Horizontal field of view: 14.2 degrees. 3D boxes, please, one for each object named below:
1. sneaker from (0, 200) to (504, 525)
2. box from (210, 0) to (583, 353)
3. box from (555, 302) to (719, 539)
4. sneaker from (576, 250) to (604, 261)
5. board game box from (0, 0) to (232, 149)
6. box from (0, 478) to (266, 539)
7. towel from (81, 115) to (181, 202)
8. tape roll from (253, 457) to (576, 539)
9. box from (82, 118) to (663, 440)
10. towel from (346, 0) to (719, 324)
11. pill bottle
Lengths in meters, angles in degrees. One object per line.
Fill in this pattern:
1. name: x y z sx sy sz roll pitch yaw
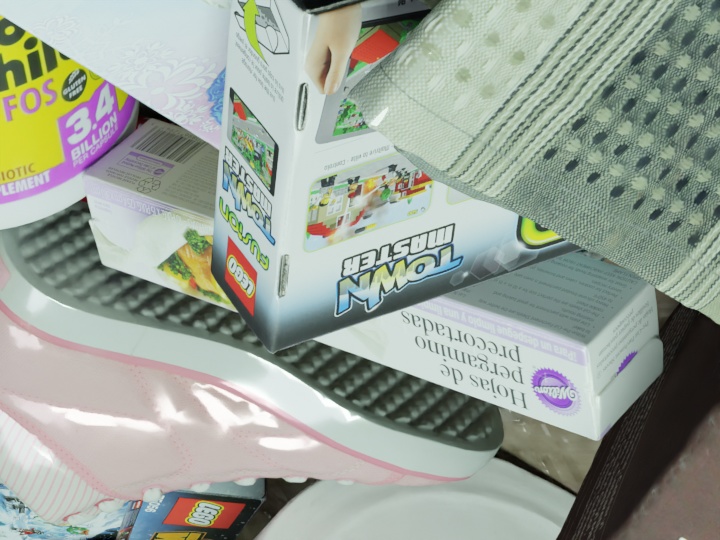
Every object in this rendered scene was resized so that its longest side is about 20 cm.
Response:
1. sneaker: -0.056 0.047 1.023 0.200 0.075 0.105 19 128 -22
2. box: 0.060 -0.056 0.734 0.035 0.200 0.110 52 148 37
3. box: 0.166 0.070 0.875 0.166 0.164 0.200 30 142 0
4. sneaker: 0.066 -0.047 0.875 0.078 0.086 0.200 30 142 1
5. board game box: 0.015 -0.108 0.718 0.199 0.041 0.200 -29 160 13
6. box: -0.128 0.101 1.137 0.137 0.040 0.200 8 153 -16
7. towel: -0.119 -0.009 1.089 0.200 0.022 0.145 10 137 24
8. tape roll: 0.030 0.169 1.043 0.202 0.203 0.071 34 142 -5
9. box: 0.000 0.000 0.913 0.200 0.041 0.039 18 135 32
10. towel: 0.102 -0.085 0.691 0.035 0.200 0.193 47 -167 35
11. pill bottle: -0.133 -0.114 0.916 0.104 0.104 0.200 14 139 20
